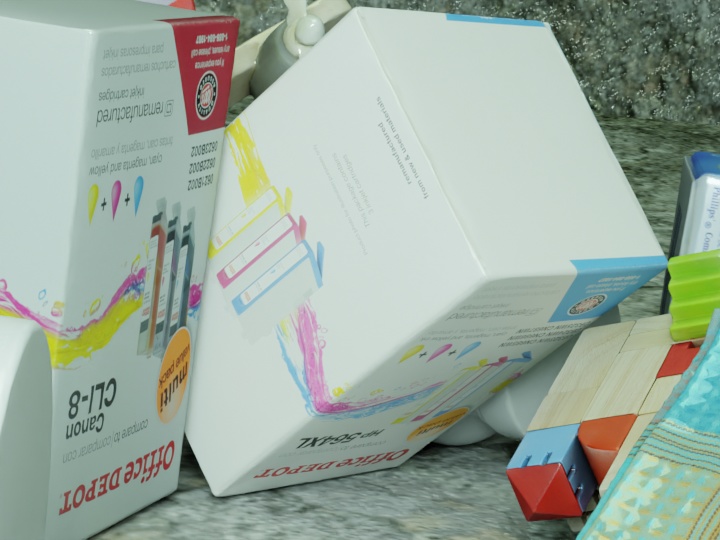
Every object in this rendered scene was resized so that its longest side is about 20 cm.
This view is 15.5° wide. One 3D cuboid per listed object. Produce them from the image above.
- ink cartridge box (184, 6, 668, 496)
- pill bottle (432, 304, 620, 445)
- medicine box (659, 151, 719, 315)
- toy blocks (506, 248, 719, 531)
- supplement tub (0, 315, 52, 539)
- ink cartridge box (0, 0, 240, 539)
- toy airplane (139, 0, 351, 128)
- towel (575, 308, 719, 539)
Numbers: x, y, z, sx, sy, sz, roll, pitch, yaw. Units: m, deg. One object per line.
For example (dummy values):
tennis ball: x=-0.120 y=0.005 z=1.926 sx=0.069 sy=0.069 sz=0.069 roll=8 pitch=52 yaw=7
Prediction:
ink cartridge box: x=0.000 y=0.000 z=1.102 sx=0.128 sy=0.126 sz=0.200 roll=-4 pitch=-29 yaw=-49
pill bottle: x=0.020 y=0.019 z=1.243 sx=0.199 sy=0.113 sz=0.112 roll=15 pitch=12 yaw=41
medicine box: x=0.241 y=0.015 z=1.216 sx=0.199 sy=0.104 sz=0.182 roll=10 pitch=6 yaw=5
toy blocks: x=0.139 y=0.068 z=1.012 sx=0.199 sy=0.100 sz=0.137 roll=-10 pitch=26 yaw=32
supplement tub: x=-0.194 y=0.066 z=0.739 sx=0.198 sy=0.133 sz=0.132 roll=6 pitch=9 yaw=0
ink cartridge box: x=-0.147 y=-0.007 z=1.017 sx=0.144 sy=0.201 sz=0.145 roll=11 pitch=11 yaw=17
toy airplane: x=-0.102 y=-0.060 z=1.200 sx=0.141 sy=0.201 sz=0.199 roll=40 pitch=12 yaw=28
towel: x=0.147 y=0.078 z=0.882 sx=0.146 sy=0.022 sz=0.200 roll=3 pitch=37 yaw=35
